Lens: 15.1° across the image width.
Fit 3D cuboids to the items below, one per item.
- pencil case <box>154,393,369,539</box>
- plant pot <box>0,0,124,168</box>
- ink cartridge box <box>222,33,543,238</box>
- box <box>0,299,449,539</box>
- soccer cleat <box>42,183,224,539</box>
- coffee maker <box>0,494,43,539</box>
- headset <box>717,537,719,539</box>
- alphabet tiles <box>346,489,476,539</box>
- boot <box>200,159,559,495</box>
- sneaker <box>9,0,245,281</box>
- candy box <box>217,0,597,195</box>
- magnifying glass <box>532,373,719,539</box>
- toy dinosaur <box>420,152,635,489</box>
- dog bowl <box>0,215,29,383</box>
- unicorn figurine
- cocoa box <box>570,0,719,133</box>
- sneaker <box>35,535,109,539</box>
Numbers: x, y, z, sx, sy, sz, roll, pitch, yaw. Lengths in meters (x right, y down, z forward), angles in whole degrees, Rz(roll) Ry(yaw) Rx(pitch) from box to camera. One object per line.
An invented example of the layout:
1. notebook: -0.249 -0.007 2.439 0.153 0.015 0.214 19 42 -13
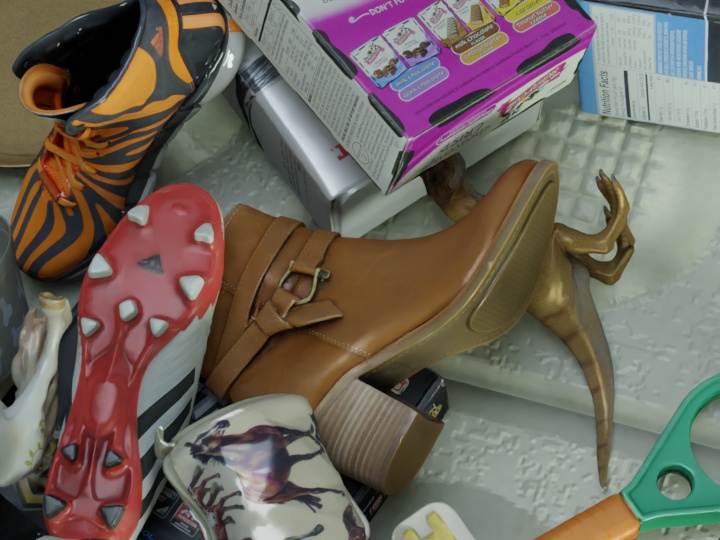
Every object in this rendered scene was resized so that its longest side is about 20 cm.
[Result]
1. pencil case: -0.031 0.158 1.333 0.089 0.078 0.201 -18 78 -29
2. plant pot: -0.189 -0.144 1.588 0.199 0.028 0.201 -3 64 6
3. ink cartridge box: -0.010 -0.135 1.512 0.144 0.084 0.200 -32 72 -11
4. box: -0.087 0.094 1.451 0.200 0.050 0.199 31 74 19
5. soccer cleat: -0.114 0.054 1.391 0.068 0.085 0.201 11 77 10
6. coffee maker: -0.247 0.185 1.325 0.192 0.135 0.200 5 20 43
7. headset: 0.205 0.161 1.328 0.094 0.199 0.124 -36 57 39
8. alphabet tiles: -0.010 0.207 1.372 0.200 0.015 0.196 -32 80 -14
9. boot: 0.000 0.000 1.410 0.154 0.074 0.200 30 79 24
10. sneaker: -0.155 -0.075 1.455 0.078 0.112 0.200 46 116 24
11. candy box: 0.007 -0.154 1.428 0.136 0.061 0.200 -31 73 -27
12. magnifying glass: 0.156 0.115 1.405 0.199 0.022 0.080 -28 66 -15
13. toy dinosaur: 0.106 0.007 1.463 0.106 0.060 0.200 -36 89 -11
14. dog bowl: -0.263 0.042 1.438 0.199 0.059 0.200 -21 23 9
15. unicorn figurine: -0.203 0.079 1.317 0.074 0.200 0.138 22 105 37
16. cocoa box: 0.198 -0.192 1.498 0.131 0.133 0.201 9 66 12
17. sneaker: -0.068 0.215 1.271 0.146 0.203 0.077 -4 26 21
